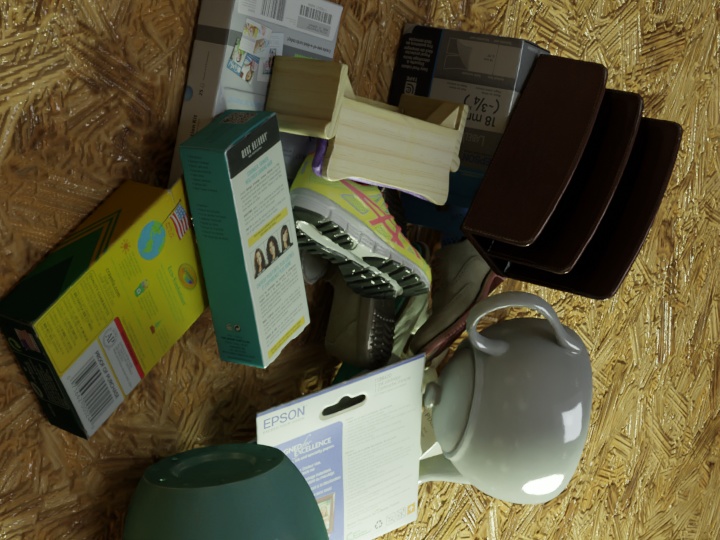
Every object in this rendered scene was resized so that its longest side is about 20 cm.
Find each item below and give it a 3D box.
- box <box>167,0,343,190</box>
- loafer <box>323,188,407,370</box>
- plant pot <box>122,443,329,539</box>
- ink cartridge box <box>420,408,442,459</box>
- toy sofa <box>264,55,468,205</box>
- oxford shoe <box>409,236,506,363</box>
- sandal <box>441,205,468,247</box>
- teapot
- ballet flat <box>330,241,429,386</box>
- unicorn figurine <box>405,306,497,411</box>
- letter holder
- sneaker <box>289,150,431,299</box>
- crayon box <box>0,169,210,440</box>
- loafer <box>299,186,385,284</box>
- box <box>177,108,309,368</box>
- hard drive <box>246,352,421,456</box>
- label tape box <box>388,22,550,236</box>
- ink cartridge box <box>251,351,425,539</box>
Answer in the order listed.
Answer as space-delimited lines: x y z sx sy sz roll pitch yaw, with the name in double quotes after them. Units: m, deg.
-0.090 -0.149 1.227 0.155 0.041 0.202 2 99 -56 "box"
0.000 0.000 1.397 0.076 0.068 0.202 44 50 -58 "loafer"
-0.116 0.243 1.206 0.200 0.199 0.163 -17 104 -52 "plant pot"
0.130 0.164 1.563 0.200 0.050 0.162 -40 156 21 "ink cartridge box"
0.004 -0.123 1.252 0.199 0.082 0.099 7 96 -51 "toy sofa"
0.091 0.021 1.430 0.071 0.074 0.200 -49 180 44 "oxford shoe"
0.122 -0.095 1.541 0.087 0.079 0.202 23 74 -53 "sandal"
0.135 0.130 1.387 0.197 0.144 0.202 160 -59 -76 "teapot"
0.032 0.069 1.460 0.069 0.069 0.202 39 74 -54 "ballet flat"
0.087 0.076 1.527 0.200 0.074 0.137 -44 180 -22 "unicorn figurine"
0.210 -0.089 1.343 0.101 0.141 0.202 45 66 -51 "letter holder"
0.006 -0.042 1.297 0.200 0.077 0.091 40 49 -44 "sneaker"
-0.193 0.019 1.126 0.200 0.050 0.128 -49 139 -34 "crayon box"
-0.010 -0.074 1.353 0.201 0.062 0.072 -64 146 -19 "loafer"
-0.095 -0.026 1.171 0.082 0.049 0.202 -45 134 -50 "box"
-0.030 0.185 1.399 0.199 0.026 0.133 -31 128 -25 "hard drive"
0.098 -0.139 1.417 0.063 0.143 0.202 6 96 -56 "label tape box"
-0.027 0.186 1.355 0.196 0.047 0.202 -17 120 -32 "ink cartridge box"
